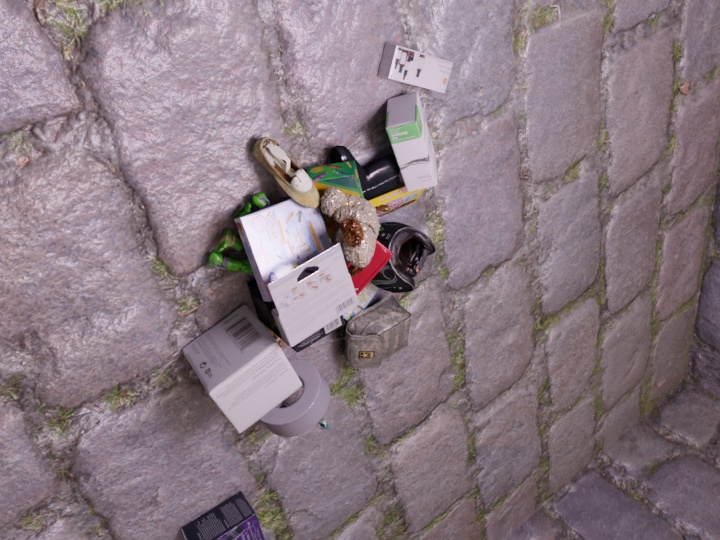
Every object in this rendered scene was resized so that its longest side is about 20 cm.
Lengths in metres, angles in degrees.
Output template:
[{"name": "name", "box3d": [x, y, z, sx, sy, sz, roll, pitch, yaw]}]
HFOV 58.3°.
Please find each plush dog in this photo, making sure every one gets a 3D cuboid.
[{"name": "plush dog", "box3d": [-0.005, -0.083, 1.510, 0.159, 0.173, 0.201, -6, 138, 6]}]

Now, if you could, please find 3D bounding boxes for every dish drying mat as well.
[{"name": "dish drying mat", "box3d": [0.000, 0.000, 1.671, 0.200, 0.077, 0.018, -49, -175, 35]}]

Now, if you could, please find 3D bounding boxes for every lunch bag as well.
[{"name": "lunch bag", "box3d": [0.041, 0.191, 1.862, 0.199, 0.118, 0.165, -29, 145, -25]}]

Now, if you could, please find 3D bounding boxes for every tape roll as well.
[{"name": "tape roll", "box3d": [-0.184, 0.339, 1.725, 0.200, 0.200, 0.066, -42, 132, -13]}]

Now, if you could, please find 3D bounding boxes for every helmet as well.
[{"name": "helmet", "box3d": [0.090, -0.035, 1.751, 0.198, 0.190, 0.202, 2, 87, -30]}]

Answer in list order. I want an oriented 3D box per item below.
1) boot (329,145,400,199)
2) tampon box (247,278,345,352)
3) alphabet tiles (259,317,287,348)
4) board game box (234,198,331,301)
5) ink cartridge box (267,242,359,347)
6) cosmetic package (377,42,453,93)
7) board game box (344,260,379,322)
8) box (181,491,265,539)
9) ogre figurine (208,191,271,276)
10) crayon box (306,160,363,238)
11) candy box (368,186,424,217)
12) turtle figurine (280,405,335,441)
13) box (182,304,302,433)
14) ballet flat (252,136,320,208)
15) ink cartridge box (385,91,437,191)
[{"name": "boot", "box3d": [0.016, -0.262, 1.641, 0.167, 0.076, 0.201, -31, 136, -17]}, {"name": "tampon box", "box3d": [-0.160, 0.081, 1.597, 0.149, 0.200, 0.127, -29, 123, -23]}, {"name": "alphabet tiles", "box3d": [-0.183, 0.130, 1.746, 0.199, 0.008, 0.169, -17, 122, -31]}, {"name": "board game box", "box3d": [-0.166, -0.058, 1.493, 0.198, 0.041, 0.202, -24, 101, -31]}, {"name": "ink cartridge box", "box3d": [-0.112, 0.051, 1.463, 0.199, 0.043, 0.175, -31, 122, -23]}, {"name": "cosmetic package", "box3d": [0.141, -0.508, 1.628, 0.199, 0.051, 0.083, 0, 114, -39]}, {"name": "board game box", "box3d": [-0.043, 0.049, 1.789, 0.135, 0.034, 0.200, -53, 136, -6]}, {"name": "box", "box3d": [-0.392, 0.764, 1.857, 0.199, 0.104, 0.149, -28, 129, -25]}, {"name": "ogre figurine", "box3d": [-0.256, -0.074, 1.520, 0.120, 0.098, 0.201, 35, 73, -27]}, {"name": "crayon box", "box3d": [-0.053, -0.170, 1.589, 0.118, 0.059, 0.201, -7, 139, 9]}, {"name": "candy box", "box3d": [0.083, -0.183, 1.738, 0.199, 0.027, 0.102, -25, 164, -27]}, {"name": "turtle figurine", "box3d": [-0.172, 0.425, 1.859, 0.149, 0.101, 0.199, -29, 144, 33]}, {"name": "box", "box3d": [-0.290, 0.238, 1.583, 0.199, 0.199, 0.172, -37, 131, -13]}, {"name": "ballet flat", "box3d": [-0.162, -0.224, 1.459, 0.200, 0.071, 0.071, 45, 81, -5]}, {"name": "ink cartridge box", "box3d": [0.132, -0.325, 1.646, 0.083, 0.147, 0.201, -11, 131, 15]}]
